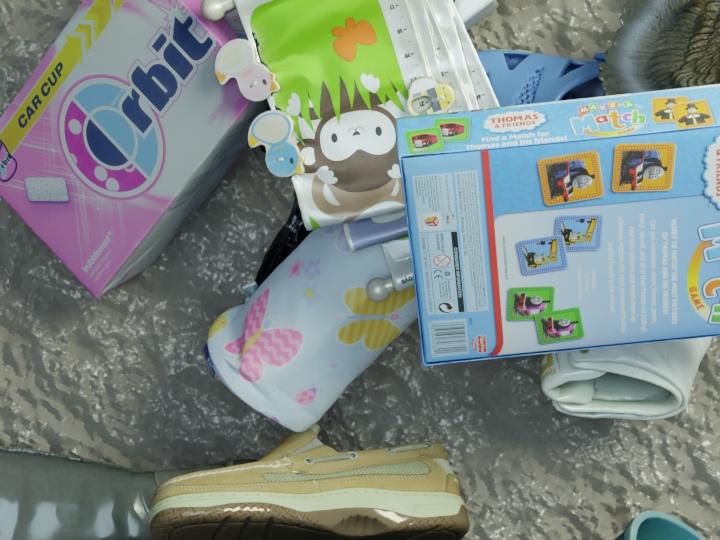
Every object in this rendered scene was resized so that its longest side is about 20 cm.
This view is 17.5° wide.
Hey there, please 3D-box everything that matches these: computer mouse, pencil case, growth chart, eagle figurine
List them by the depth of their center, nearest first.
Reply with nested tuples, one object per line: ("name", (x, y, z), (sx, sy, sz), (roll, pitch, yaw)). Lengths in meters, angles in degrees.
("growth chart", (0.010, -0.084, 1.261), (0.144, 0.018, 0.201), (-28, 93, 12))
("eagle figurine", (0.218, -0.121, 1.300), (0.151, 0.151, 0.201), (14, 71, 14))
("pencil case", (0.000, 0.000, 1.337), (0.083, 0.091, 0.200), (32, 113, -32))
("computer mouse", (-0.030, -0.050, 1.351), (0.034, 0.201, 0.059), (36, 52, 23))

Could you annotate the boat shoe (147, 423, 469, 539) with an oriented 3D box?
("boat shoe", (-0.034, 0.126, 1.368), (0.199, 0.072, 0.077), (5, 60, -30))

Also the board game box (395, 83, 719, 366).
("board game box", (0.124, -0.023, 1.218), (0.198, 0.037, 0.152), (-5, 133, 3))

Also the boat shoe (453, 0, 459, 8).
("boat shoe", (0.030, -0.188, 1.314), (0.072, 0.071, 0.201), (19, 96, 3))

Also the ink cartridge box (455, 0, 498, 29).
("ink cartridge box", (0.003, -0.170, 1.389), (0.199, 0.068, 0.115), (-36, 88, 5))

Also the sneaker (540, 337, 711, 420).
("sneaker", (0.108, 0.016, 1.352), (0.199, 0.074, 0.116), (20, 50, 5))

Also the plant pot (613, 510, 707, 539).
("plant pot", (0.145, 0.271, 1.322), (0.188, 0.200, 0.201), (-38, 87, 19))

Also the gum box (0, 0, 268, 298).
("gum box", (-0.126, -0.095, 1.357), (0.114, 0.066, 0.200), (46, 123, 7))

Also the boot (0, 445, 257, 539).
("boot", (-0.158, 0.192, 1.405), (0.198, 0.073, 0.183), (-2, 76, -1))

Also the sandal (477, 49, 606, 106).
("sandal", (0.115, -0.096, 1.370), (0.198, 0.087, 0.080), (-8, 91, 7))
